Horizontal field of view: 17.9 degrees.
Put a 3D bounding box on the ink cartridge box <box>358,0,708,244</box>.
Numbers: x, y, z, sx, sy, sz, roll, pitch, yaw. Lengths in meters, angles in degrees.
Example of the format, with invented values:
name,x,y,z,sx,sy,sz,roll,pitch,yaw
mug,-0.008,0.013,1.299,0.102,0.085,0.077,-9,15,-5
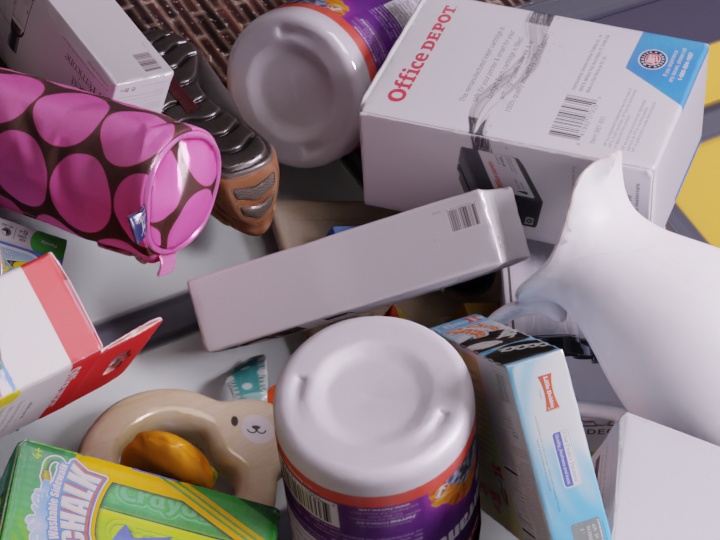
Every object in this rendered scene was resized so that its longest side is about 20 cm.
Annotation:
name,x,y,z,sx,sy,sz,roll,pitch,yaw
ink cartridge box,0.115,-0.096,1.503,0.198,0.084,0.146,13,43,17

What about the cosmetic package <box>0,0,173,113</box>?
name,x,y,z,sx,sy,sz,roll,pitch,yaw
cosmetic package,-0.204,-0.160,1.535,0.050,0.083,0.200,-17,52,-34

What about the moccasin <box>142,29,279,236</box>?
name,x,y,z,sx,sy,sz,roll,pitch,yaw
moccasin,-0.114,-0.096,1.552,0.073,0.078,0.201,-28,48,-23

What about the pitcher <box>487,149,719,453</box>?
name,x,y,z,sx,sy,sz,roll,pitch,yaw
pitcher,0.178,0.053,1.380,0.200,0.172,0.121,41,26,11

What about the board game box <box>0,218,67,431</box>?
name,x,y,z,sx,sy,sz,roll,pitch,yaw
board game box,-0.288,0.009,1.398,0.198,0.035,0.136,18,47,-13

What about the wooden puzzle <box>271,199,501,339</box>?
name,x,y,z,sx,sy,sz,roll,pitch,yaw
wooden puzzle,0.044,0.021,1.543,0.184,0.046,0.201,-1,52,-30

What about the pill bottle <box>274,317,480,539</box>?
name,x,y,z,sx,sy,sz,roll,pitch,yaw
pill bottle,0.013,0.128,1.312,0.110,0.201,0.112,-2,52,3

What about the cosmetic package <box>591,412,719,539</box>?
name,x,y,z,sx,sy,sz,roll,pitch,yaw
cosmetic package,0.196,0.216,1.349,0.198,0.200,0.124,20,48,-10

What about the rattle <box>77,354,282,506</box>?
name,x,y,z,sx,sy,sz,roll,pitch,yaw
rattle,-0.081,0.083,1.373,0.130,0.144,0.199,33,48,30

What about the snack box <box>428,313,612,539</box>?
name,x,y,z,sx,sy,sz,roll,pitch,yaw
snack box,0.089,0.094,1.310,0.037,0.200,0.117,-16,97,-9

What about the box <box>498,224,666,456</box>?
name,x,y,z,sx,sy,sz,roll,pitch,yaw
box,0.148,0.030,1.499,0.115,0.060,0.201,-3,54,0

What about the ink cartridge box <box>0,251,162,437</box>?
name,x,y,z,sx,sy,sz,roll,pitch,yaw
ink cartridge box,-0.221,0.058,1.296,0.199,0.116,0.068,-26,81,-26

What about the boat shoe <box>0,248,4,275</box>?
name,x,y,z,sx,sy,sz,roll,pitch,yaw
boat shoe,-0.277,-0.055,1.382,0.071,0.076,0.201,-7,55,-30

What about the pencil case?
name,x,y,z,sx,sy,sz,roll,pitch,yaw
pencil case,-0.190,-0.068,1.441,0.199,0.095,0.091,20,25,28

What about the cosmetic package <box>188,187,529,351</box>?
name,x,y,z,sx,sy,sz,roll,pitch,yaw
cosmetic package,0.000,0.000,1.431,0.082,0.198,0.051,-18,90,-72

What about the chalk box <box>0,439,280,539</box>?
name,x,y,z,sx,sy,sz,roll,pitch,yaw
chalk box,-0.159,0.185,1.250,0.198,0.124,0.126,16,46,-14

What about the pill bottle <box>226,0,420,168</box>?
name,x,y,z,sx,sy,sz,roll,pitch,yaw
pill bottle,0.000,-0.152,1.618,0.111,0.112,0.200,41,33,10
